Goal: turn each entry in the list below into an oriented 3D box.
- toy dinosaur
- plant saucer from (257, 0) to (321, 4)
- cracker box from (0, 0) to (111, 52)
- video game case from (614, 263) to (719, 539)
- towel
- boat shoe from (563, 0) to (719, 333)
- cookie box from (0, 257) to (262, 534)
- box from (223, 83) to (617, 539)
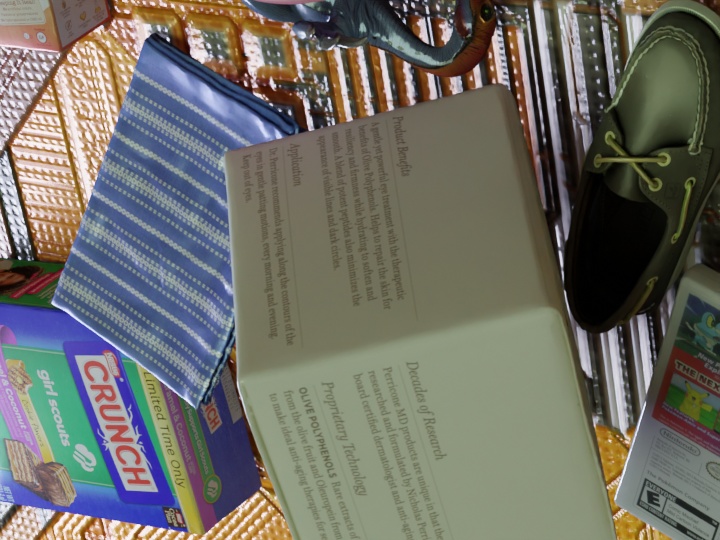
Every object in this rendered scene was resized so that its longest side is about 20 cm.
[{"bbox_3d":[-0.010,-0.170,1.353,0.181,0.105,0.200,35,177,-5],"label":"toy dinosaur"},{"bbox_3d":[-0.025,-0.238,1.252,0.199,0.051,0.202,-3,83,25],"label":"plant saucer"},{"bbox_3d":[-0.243,-0.243,1.478,0.133,0.058,0.201,9,123,34],"label":"cracker box"},{"bbox_3d":[0.245,0.112,1.301,0.199,0.023,0.183,31,135,22],"label":"video game case"},{"bbox_3d":[-0.116,-0.031,1.484,0.144,0.024,0.201,33,112,27],"label":"towel"},{"bbox_3d":[0.156,-0.052,1.281,0.072,0.060,0.203,28,132,21],"label":"boat shoe"},{"bbox_3d":[-0.183,0.085,1.638,0.199,0.075,0.172,4,119,36],"label":"cookie box"},{"bbox_3d":[0.032,0.045,1.288,0.170,0.200,0.201,-14,129,5],"label":"box"}]
